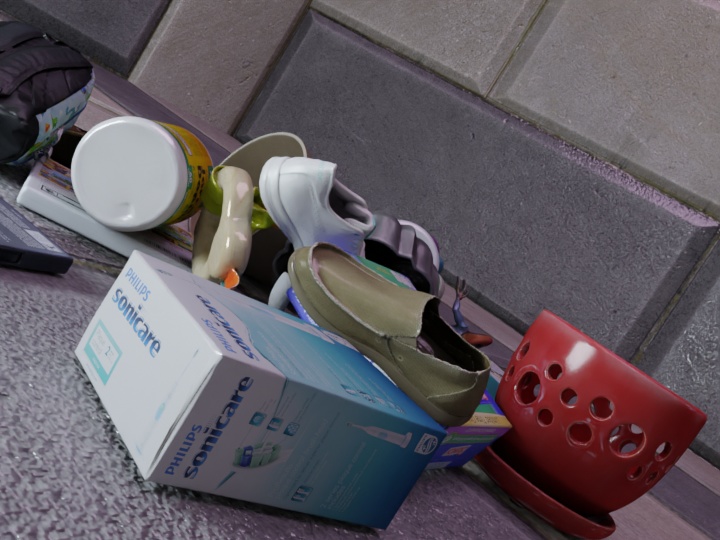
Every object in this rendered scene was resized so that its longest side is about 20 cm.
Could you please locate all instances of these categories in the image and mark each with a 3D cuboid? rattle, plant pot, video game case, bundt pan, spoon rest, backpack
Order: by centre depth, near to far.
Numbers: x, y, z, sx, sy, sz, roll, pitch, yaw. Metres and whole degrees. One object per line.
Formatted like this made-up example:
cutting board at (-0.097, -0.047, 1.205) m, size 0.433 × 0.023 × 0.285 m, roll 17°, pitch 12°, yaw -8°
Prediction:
video game case at (-0.327, -0.052, 0.601) m, size 0.143 × 0.019 × 0.200 m, roll 35°, pitch 8°, yaw 23°
rattle at (-0.096, -0.009, 0.799) m, size 0.143 × 0.130 × 0.200 m, roll 30°, pitch 16°, yaw -31°
backpack at (-0.375, -0.193, 0.874) m, size 0.163 × 0.154 × 0.200 m, roll 28°, pitch 42°, yaw -4°
plant pot at (0.233, 0.169, 0.876) m, size 0.200 × 0.183 × 0.200 m, roll 31°, pitch 7°, yaw -4°
spoon rest at (-0.030, 0.085, 0.885) m, size 0.200 × 0.061 × 0.099 m, roll 44°, pitch 1°, yaw -31°
video game case at (-0.267, -0.054, 0.894) m, size 0.200 × 0.023 × 0.182 m, roll 29°, pitch 7°, yaw -23°
bundt pan at (0.000, 0.000, 0.969) m, size 0.202 × 0.202 × 0.076 m, roll 31°, pitch 48°, yaw -15°
plant pot at (-0.094, -0.048, 1.094) m, size 0.200 × 0.187 × 0.187 m, roll 47°, pitch -5°, yaw -41°

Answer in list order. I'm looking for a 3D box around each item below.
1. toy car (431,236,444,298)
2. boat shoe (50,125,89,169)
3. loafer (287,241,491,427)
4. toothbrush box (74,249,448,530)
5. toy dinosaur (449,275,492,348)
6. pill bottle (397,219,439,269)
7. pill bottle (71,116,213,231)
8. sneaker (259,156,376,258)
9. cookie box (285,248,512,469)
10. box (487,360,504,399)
toy car at (0.124, -0.023, 1.960) m, size 0.175 × 0.150 × 0.200 m, roll 28°, pitch 8°, yaw -36°
boat shoe at (-0.330, -0.133, 1.015) m, size 0.200 × 0.072 × 0.068 m, roll 21°, pitch 13°, yaw -13°
loafer at (0.029, 0.039, 0.673) m, size 0.200 × 0.067 × 0.076 m, roll 40°, pitch 33°, yaw 1°
toothbrush box at (-0.064, 0.081, 0.542) m, size 0.200 × 0.085 × 0.146 m, roll 28°, pitch 6°, yaw -42°
toy dinosaur at (0.119, 0.109, 1.200) m, size 0.181 × 0.105 × 0.200 m, roll 21°, pitch 45°, yaw -21°
pill bottle at (0.032, 0.007, 1.216) m, size 0.112 × 0.112 × 0.200 m, roll 31°, pitch -22°, yaw -7°
pill bottle at (-0.219, -0.102, 0.875) m, size 0.113 × 0.113 × 0.200 m, roll 32°, pitch 6°, yaw -2°
sneaker at (-0.019, -0.035, 0.806) m, size 0.088 × 0.075 × 0.200 m, roll -3°, pitch -34°, yaw 24°
cookie box at (0.041, 0.089, 0.796) m, size 0.200 × 0.075 × 0.171 m, roll 57°, pitch 16°, yaw 24°
box at (0.200, 0.181, 1.231) m, size 0.082 × 0.049 × 0.200 m, roll 29°, pitch 7°, yaw -24°
